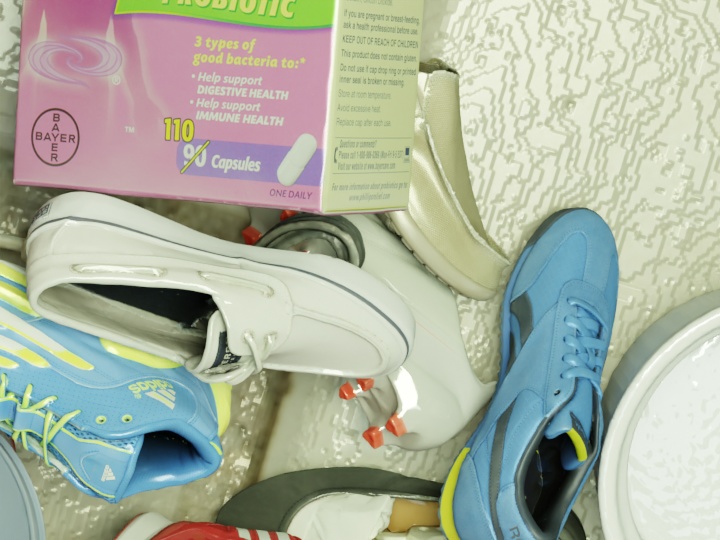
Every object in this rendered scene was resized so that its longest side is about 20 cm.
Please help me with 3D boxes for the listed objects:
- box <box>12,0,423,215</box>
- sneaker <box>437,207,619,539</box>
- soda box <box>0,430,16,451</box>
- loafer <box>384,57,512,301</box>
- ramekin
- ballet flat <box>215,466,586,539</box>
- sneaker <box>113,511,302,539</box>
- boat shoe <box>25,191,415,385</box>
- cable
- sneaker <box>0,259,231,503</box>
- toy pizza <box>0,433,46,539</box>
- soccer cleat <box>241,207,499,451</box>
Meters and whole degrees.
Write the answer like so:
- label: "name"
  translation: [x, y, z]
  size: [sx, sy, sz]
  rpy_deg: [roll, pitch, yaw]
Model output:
- label: "box"
  translation: [-0.067, -0.133, 1.259]
  size: [0.176, 0.097, 0.200]
  rpy_deg: [7, 95, 26]
- label: "sneaker"
  translation: [0.105, 0.058, 1.326]
  size: [0.066, 0.078, 0.200]
  rpy_deg: [30, 68, -27]
- label: "soda box"
  translation: [-0.212, 0.101, 1.339]
  size: [0.063, 0.070, 0.200]
  rpy_deg: [-9, 99, -3]
- label: "loafer"
  translation: [0.027, -0.076, 1.329]
  size: [0.068, 0.076, 0.200]
  rpy_deg: [-31, 99, 7]
- label: "ramekin"
  translation: [0.217, 0.102, 1.361]
  size: [0.200, 0.098, 0.201]
  rpy_deg: [-1, 99, -4]
- label: "ballet flat"
  translation: [0.023, 0.141, 1.366]
  size: [0.200, 0.068, 0.068]
  rpy_deg: [0, 100, -4]
- label: "sneaker"
  translation: [-0.083, 0.170, 1.269]
  size: [0.115, 0.200, 0.078]
  rpy_deg: [-4, 111, 17]
- label: "boat shoe"
  translation: [-0.067, 0.022, 1.254]
  size: [0.200, 0.066, 0.072]
  rpy_deg: [21, 133, -18]
- label: "cable"
  translation: [-0.092, 0.021, 1.317]
  size: [0.200, 0.050, 0.097]
  rpy_deg: [-3, 107, 25]
- label: "sneaker"
  translation: [-0.150, 0.055, 1.252]
  size: [0.200, 0.105, 0.076]
  rpy_deg: [12, 116, -22]
- label: "toy pizza"
  translation: [-0.252, 0.146, 1.259]
  size: [0.200, 0.032, 0.200]
  rpy_deg: [0, 65, 1]
- label: "soccer cleat"
  translation: [0.000, 0.000, 1.350]
  size: [0.078, 0.069, 0.200]
  rpy_deg: [-30, 94, -30]
